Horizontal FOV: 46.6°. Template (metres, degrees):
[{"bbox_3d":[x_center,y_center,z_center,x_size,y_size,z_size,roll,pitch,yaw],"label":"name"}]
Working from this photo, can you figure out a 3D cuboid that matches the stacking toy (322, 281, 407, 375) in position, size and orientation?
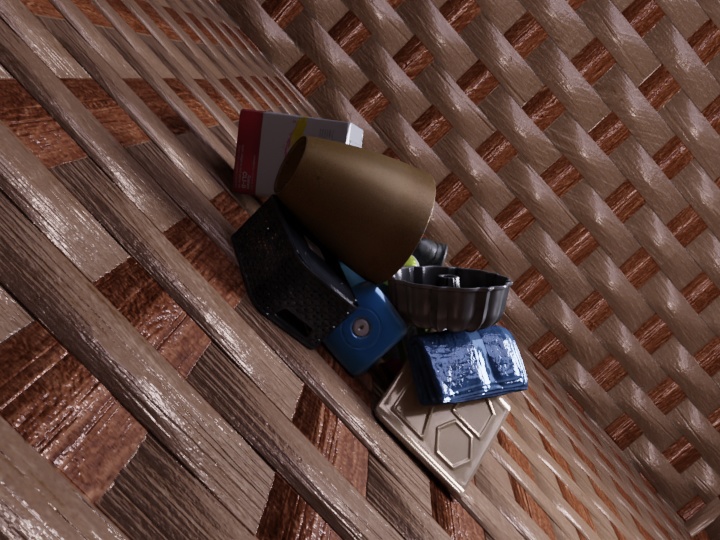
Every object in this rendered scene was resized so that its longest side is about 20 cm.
[{"bbox_3d":[-0.003,0.081,1.321,0.110,0.116,0.200,50,-1,-3],"label":"stacking toy"}]

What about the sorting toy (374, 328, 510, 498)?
[{"bbox_3d":[0.125,0.211,1.265,0.185,0.036,0.201,45,51,-7],"label":"sorting toy"}]

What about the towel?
[{"bbox_3d":[0.166,0.141,1.272,0.197,0.048,0.114,-3,68,-34],"label":"towel"}]

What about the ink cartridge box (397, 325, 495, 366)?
[{"bbox_3d":[0.162,0.129,1.419,0.197,0.076,0.149,25,24,-18],"label":"ink cartridge box"}]

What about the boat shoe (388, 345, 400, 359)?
[{"bbox_3d":[0.117,0.150,1.506,0.090,0.071,0.202,-25,75,-34],"label":"boat shoe"}]

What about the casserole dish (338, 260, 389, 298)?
[{"bbox_3d":[-0.018,0.029,1.389,0.198,0.039,0.121,29,-17,-19],"label":"casserole dish"}]

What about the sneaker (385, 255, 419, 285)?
[{"bbox_3d":[0.000,0.000,1.431,0.197,0.106,0.076,20,52,6],"label":"sneaker"}]

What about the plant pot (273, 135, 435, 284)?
[{"bbox_3d":[-0.021,-0.109,1.230,0.198,0.188,0.187,29,17,-22],"label":"plant pot"}]

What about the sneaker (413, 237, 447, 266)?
[{"bbox_3d":[0.083,-0.032,1.602,0.090,0.077,0.199,26,-23,-23],"label":"sneaker"}]

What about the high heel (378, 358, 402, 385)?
[{"bbox_3d":[0.093,0.226,1.329,0.094,0.068,0.201,8,35,-26],"label":"high heel"}]

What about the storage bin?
[{"bbox_3d":[-0.097,-0.001,1.209,0.135,0.094,0.201,40,14,-35],"label":"storage bin"}]

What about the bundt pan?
[{"bbox_3d":[0.134,0.045,1.295,0.197,0.077,0.202,2,9,0],"label":"bundt pan"}]

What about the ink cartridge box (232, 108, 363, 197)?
[{"bbox_3d":[-0.105,-0.195,1.473,0.196,0.148,0.145,8,5,10],"label":"ink cartridge box"}]
